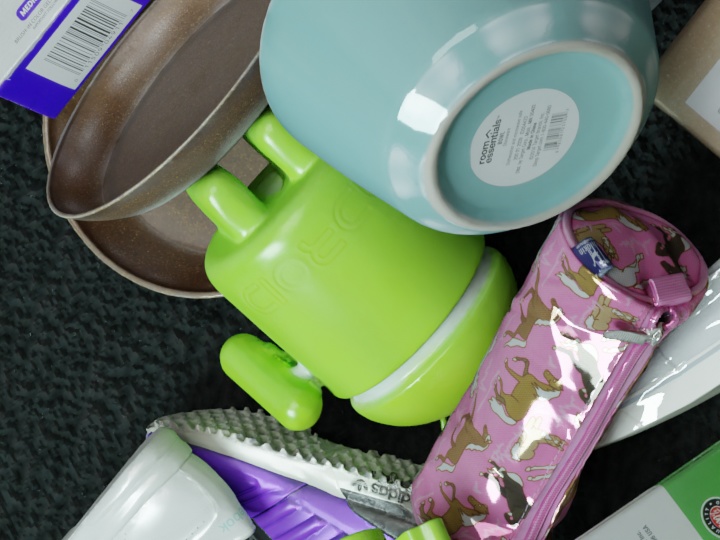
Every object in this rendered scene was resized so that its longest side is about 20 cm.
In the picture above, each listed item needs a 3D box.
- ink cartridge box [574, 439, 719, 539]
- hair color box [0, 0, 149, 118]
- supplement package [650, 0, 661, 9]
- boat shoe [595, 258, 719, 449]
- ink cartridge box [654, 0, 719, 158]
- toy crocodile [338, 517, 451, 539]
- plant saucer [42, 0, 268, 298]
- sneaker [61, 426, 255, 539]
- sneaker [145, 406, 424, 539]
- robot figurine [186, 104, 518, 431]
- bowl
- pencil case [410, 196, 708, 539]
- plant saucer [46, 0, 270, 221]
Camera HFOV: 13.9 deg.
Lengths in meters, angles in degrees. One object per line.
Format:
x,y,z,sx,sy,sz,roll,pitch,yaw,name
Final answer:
0.140,0.203,1.474,0.200,0.083,0.147,-31,75,-15,ink cartridge box
-0.210,-0.193,1.658,0.109,0.065,0.200,-50,59,11,hair color box
0.055,-0.195,1.555,0.117,0.117,0.200,-44,73,15,supplement package
0.166,0.031,1.500,0.200,0.072,0.069,-38,77,45,boat shoe
0.270,-0.091,1.494,0.200,0.075,0.165,41,101,18,ink cartridge box
-0.002,0.187,1.521,0.200,0.062,0.068,-49,61,44,toy crocodile
-0.080,-0.084,1.640,0.200,0.037,0.201,-1,87,19,plant saucer
-0.130,0.176,1.604,0.088,0.075,0.200,39,128,-3,sneaker
-0.034,0.140,1.593,0.199,0.070,0.100,16,102,23,sneaker
0.000,0.000,1.541,0.200,0.116,0.176,42,86,-15,robot figurine
0.063,-0.095,1.404,0.201,0.201,0.105,-43,48,13,bowl
0.097,0.061,1.475,0.083,0.087,0.200,31,120,5,pencil case
-0.088,-0.101,1.550,0.032,0.200,0.200,39,103,-24,plant saucer
